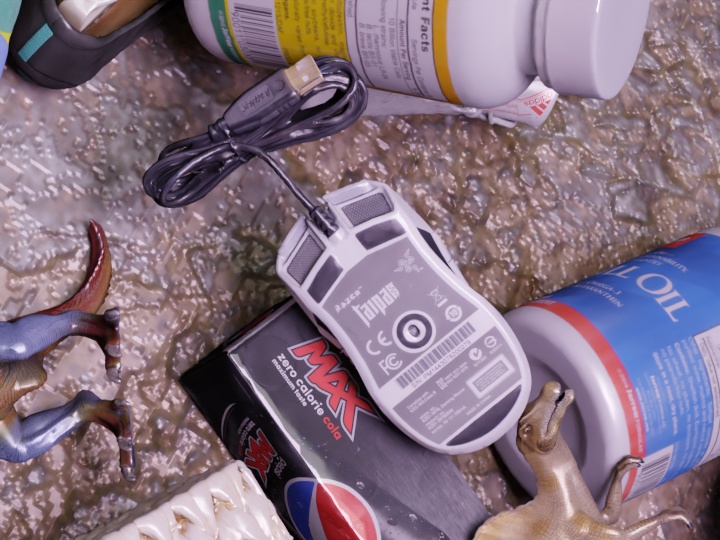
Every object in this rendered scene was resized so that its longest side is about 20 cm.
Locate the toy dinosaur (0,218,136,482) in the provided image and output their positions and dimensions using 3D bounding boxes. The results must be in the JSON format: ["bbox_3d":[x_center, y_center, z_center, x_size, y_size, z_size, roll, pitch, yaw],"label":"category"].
[{"bbox_3d":[-0.192,0.072,0.906,0.181,0.200,0.105,-6,117,-7],"label":"toy dinosaur"}]

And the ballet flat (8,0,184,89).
[{"bbox_3d":[-0.094,-0.162,1.004,0.068,0.068,0.200,42,61,-6],"label":"ballet flat"}]

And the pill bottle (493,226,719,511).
[{"bbox_3d":[0.168,0.042,1.058,0.200,0.112,0.112,-21,86,-31],"label":"pill bottle"}]

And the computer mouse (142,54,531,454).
[{"bbox_3d":[0.000,0.000,0.942,0.110,0.044,0.200,-38,101,2],"label":"computer mouse"}]

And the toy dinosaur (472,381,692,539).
[{"bbox_3d":[0.097,0.155,0.958,0.101,0.058,0.200,8,86,-3],"label":"toy dinosaur"}]

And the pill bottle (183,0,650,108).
[{"bbox_3d":[0.028,-0.137,0.950,0.200,0.113,0.113,13,63,22],"label":"pill bottle"}]

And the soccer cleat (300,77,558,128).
[{"bbox_3d":[0.058,-0.107,1.066,0.200,0.069,0.085,-21,71,-35],"label":"soccer cleat"}]

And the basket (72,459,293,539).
[{"bbox_3d":[-0.072,0.197,0.881,0.123,0.136,0.200,-31,91,-34],"label":"basket"}]

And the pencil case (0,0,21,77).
[{"bbox_3d":[-0.195,-0.137,0.940,0.088,0.088,0.200,20,68,-21],"label":"pencil case"}]

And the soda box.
[{"bbox_3d":[0.004,0.108,0.983,0.071,0.063,0.200,-38,94,-30],"label":"soda box"}]
